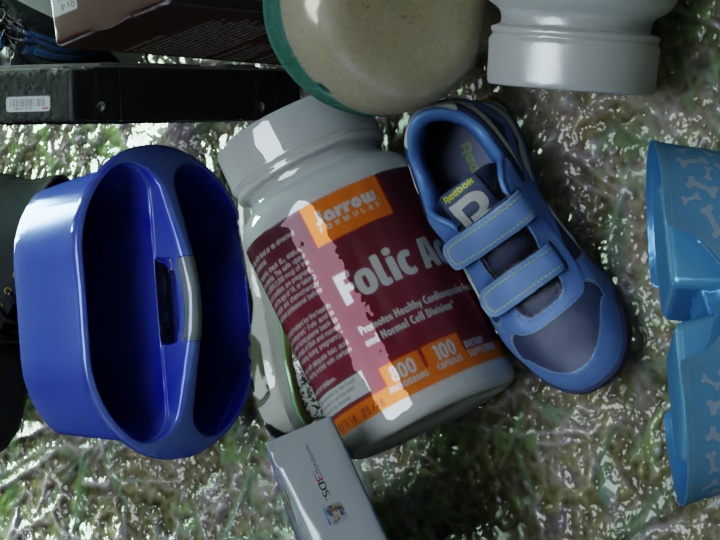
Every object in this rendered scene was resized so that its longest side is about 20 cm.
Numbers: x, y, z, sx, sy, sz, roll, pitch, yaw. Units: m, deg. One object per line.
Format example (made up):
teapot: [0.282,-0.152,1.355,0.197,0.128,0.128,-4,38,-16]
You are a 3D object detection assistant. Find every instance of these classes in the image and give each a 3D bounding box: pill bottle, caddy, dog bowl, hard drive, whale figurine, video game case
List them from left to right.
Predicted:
hard drive: [-0.153,-0.110,1.694,0.140,0.200,0.038,2,93,42]
caddy: [-0.137,0.021,1.725,0.105,0.141,0.200,-7,88,47]
pill bottle: [0.000,0.000,1.601,0.114,0.114,0.200,-33,79,38]
video game case: [0.007,0.198,1.581,0.045,0.200,0.181,-25,71,-5]
whale figurine: [0.021,-0.182,1.565,0.104,0.159,0.200,-3,53,58]
pill bottle: [0.125,-0.200,1.500,0.114,0.114,0.200,10,98,41]
dog bowl: [0.187,0.026,1.450,0.050,0.111,0.200,-3,73,1]

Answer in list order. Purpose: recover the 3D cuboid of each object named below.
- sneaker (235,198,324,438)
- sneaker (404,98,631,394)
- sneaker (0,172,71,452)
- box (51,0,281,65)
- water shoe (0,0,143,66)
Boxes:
sneaker: [-0.024,0.003,1.688,0.089,0.077,0.200,-6,85,10]
sneaker: [0.083,-0.016,1.557,0.074,0.082,0.200,-37,68,15]
sneaker: [-0.243,0.031,1.861,0.106,0.075,0.200,-2,89,44]
box: [-0.082,-0.173,1.627,0.100,0.200,0.075,-15,81,41]
water shoe: [-0.207,-0.154,1.738,0.079,0.200,0.072,-42,64,9]
